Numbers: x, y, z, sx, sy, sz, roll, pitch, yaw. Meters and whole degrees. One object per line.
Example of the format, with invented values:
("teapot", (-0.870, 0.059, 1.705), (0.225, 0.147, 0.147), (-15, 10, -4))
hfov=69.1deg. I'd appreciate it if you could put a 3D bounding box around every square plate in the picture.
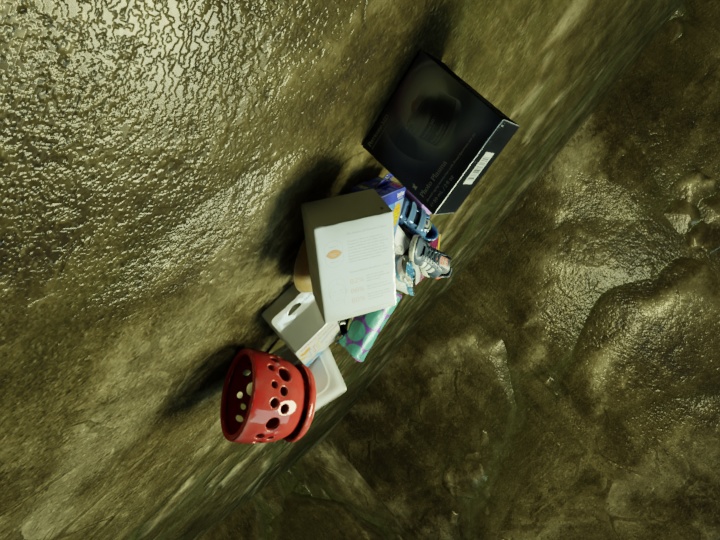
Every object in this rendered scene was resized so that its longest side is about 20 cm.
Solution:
("square plate", (-0.152, 0.265, 1.337), (0.196, 0.203, 0.028), (-35, 153, 14))

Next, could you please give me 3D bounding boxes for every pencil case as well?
("pencil case", (0.023, 0.121, 1.310), (0.203, 0.084, 0.092), (-58, -179, 4))

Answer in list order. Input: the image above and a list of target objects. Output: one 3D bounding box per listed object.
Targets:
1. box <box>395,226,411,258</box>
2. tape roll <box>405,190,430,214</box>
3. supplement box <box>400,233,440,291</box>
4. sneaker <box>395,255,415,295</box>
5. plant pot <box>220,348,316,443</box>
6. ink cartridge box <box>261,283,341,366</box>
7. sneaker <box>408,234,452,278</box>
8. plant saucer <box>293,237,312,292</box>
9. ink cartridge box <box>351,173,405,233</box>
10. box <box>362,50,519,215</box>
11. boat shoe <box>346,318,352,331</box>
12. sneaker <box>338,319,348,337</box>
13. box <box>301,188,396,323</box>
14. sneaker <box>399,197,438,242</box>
("box", (0.019, -0.036, 1.262), (0.201, 0.060, 0.117), (-50, 126, -7))
("tape roll", (0.204, -0.242, 1.370), (0.200, 0.065, 0.201), (-44, 164, -16))
("supplement box", (0.126, -0.038, 1.448), (0.199, 0.128, 0.106), (-35, 136, -50))
("sneaker", (0.085, 0.010, 1.250), (0.200, 0.084, 0.077), (47, 43, -67))
("plant pot", (-0.207, 0.296, 1.208), (0.179, 0.203, 0.202), (16, 125, -29))
("ink cartridge box", (-0.136, 0.125, 1.235), (0.128, 0.125, 0.201), (-43, 164, -11))
("sneaker", (0.183, -0.032, 1.325), (0.199, 0.083, 0.077), (34, 71, -61))
("plant saucer", (-0.066, -0.036, 1.111), (0.201, 0.035, 0.203), (-49, 156, -31))
("ink cartridge box", (0.029, -0.113, 1.105), (0.136, 0.075, 0.206), (-34, 138, -58))
("box", (0.142, -0.244, 0.954), (0.202, 0.199, 0.122), (-54, 160, 25))
("boat shoe", (0.008, 0.130, 1.421), (0.073, 0.062, 0.207), (-31, 131, -54))
("sneaker", (-0.064, 0.145, 1.497), (0.077, 0.111, 0.200), (-44, 164, -5))
("box", (-0.020, -0.027, 0.980), (0.148, 0.107, 0.205), (-13, 122, -14))
("sneaker", (0.133, -0.132, 1.320), (0.199, 0.081, 0.076), (36, 70, -50))
